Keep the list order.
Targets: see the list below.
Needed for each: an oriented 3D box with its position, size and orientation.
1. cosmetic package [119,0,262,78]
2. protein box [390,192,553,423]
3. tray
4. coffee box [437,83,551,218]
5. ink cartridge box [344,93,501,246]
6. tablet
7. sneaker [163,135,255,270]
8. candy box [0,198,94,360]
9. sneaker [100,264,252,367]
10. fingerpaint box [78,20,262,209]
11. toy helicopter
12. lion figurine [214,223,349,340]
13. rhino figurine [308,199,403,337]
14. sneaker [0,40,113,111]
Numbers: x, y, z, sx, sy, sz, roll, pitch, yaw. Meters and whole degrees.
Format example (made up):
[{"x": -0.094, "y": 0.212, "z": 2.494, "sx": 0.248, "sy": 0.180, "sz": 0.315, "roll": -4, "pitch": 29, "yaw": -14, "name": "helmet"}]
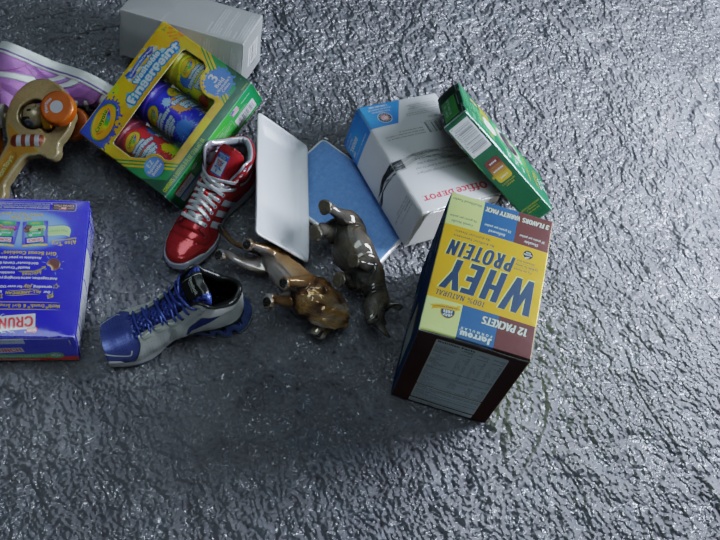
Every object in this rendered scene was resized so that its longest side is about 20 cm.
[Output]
[{"x": -0.260, "y": -0.362, "z": 1.311, "sx": 0.198, "sy": 0.091, "sz": 0.107, "roll": 15, "pitch": 43, "yaw": 4, "name": "cosmetic package"}, {"x": 0.137, "y": 0.051, "z": 1.081, "sx": 0.134, "sy": 0.200, "sz": 0.200, "roll": 16, "pitch": 59, "yaw": 1, "name": "protein box"}, {"x": -0.115, "y": -0.115, "z": 1.199, "sx": 0.022, "sy": 0.107, "sz": 0.202, "roll": -22, "pitch": 56, "yaw": 31, "name": "tray"}, {"x": 0.191, "y": -0.166, "z": 1.221, "sx": 0.200, "sy": 0.044, "sz": 0.123, "roll": 43, "pitch": 22, "yaw": -22, "name": "coffee box"}, {"x": 0.088, "y": -0.149, "z": 1.244, "sx": 0.144, "sy": 0.084, "sz": 0.201, "roll": -16, "pitch": 63, "yaw": -28, "name": "ink cartridge box"}, {"x": -0.019, "y": -0.100, "z": 1.252, "sx": 0.199, "sy": 0.014, "sz": 0.130, "roll": 37, "pitch": 62, "yaw": 11, "name": "tablet"}, {"x": -0.206, "y": -0.100, "z": 1.165, "sx": 0.071, "sy": 0.113, "sz": 0.201, "roll": 27, "pitch": 60, "yaw": 7, "name": "sneaker"}, {"x": -0.435, "y": 0.011, "z": 1.089, "sx": 0.167, "sy": 0.077, "sz": 0.202, "roll": 1, "pitch": 60, "yaw": -9, "name": "candy box"}, {"x": -0.233, "y": 0.045, "z": 1.078, "sx": 0.198, "sy": 0.115, "sz": 0.081, "roll": -16, "pitch": 63, "yaw": -17, "name": "sneaker"}, {"x": -0.266, "y": -0.219, "z": 1.205, "sx": 0.166, "sy": 0.073, "sz": 0.201, "roll": 36, "pitch": 86, "yaw": 12, "name": "fingerpaint box"}, {"x": -0.477, "y": -0.176, "z": 1.177, "sx": 0.132, "sy": 0.079, "sz": 0.201, "roll": 29, "pitch": 82, "yaw": 5, "name": "toy helicopter"}, {"x": -0.101, "y": 0.007, "z": 1.142, "sx": 0.122, "sy": 0.073, "sz": 0.200, "roll": 5, "pitch": 38, "yaw": -54, "name": "lion figurine"}, {"x": 0.000, "y": 0.000, "z": 1.154, "sx": 0.060, "sy": 0.087, "sz": 0.201, "roll": -33, "pitch": 72, "yaw": 24, "name": "rhino figurine"}, {"x": -0.448, "y": -0.243, "z": 1.247, "sx": 0.199, "sy": 0.073, "sz": 0.115, "roll": 19, "pitch": 79, "yaw": -4, "name": "sneaker"}]
